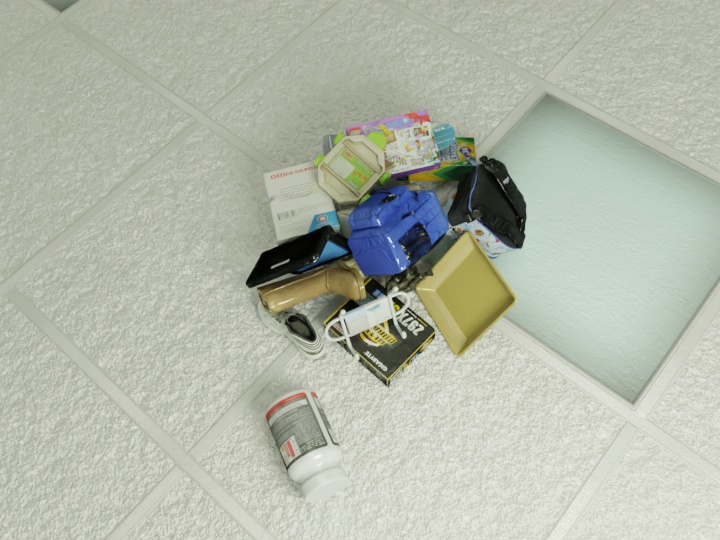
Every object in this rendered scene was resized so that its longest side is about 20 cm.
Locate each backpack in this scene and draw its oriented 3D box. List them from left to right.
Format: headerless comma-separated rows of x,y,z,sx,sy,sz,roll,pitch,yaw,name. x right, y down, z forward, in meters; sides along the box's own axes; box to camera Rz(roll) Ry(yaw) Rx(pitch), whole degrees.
0.088,-0.100,1.565,0.200,0.169,0.162,-36,24,-32,backpack
0.288,-0.121,1.663,0.190,0.154,0.201,36,55,-19,backpack

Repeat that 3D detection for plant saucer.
0.237,0.052,1.588,0.048,0.200,0.201,4,46,-46,plant saucer

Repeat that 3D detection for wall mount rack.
0.021,0.096,1.500,0.199,0.175,0.075,-24,45,-9,wall mount rack

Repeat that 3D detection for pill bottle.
-0.106,0.348,1.450,0.115,0.116,0.201,-23,60,-9,pill bottle

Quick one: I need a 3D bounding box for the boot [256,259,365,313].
-0.104,0.048,1.554,0.199,0.067,0.175,-19,20,-17,boot

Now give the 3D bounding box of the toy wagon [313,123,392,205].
-0.003,-0.244,1.645,0.155,0.040,0.200,41,84,10,toy wagon

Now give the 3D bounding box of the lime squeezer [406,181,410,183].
0.092,-0.185,1.795,0.070,0.038,0.201,25,65,18,lime squeezer

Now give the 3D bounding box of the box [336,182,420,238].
0.050,-0.126,1.689,0.199,0.096,0.077,-31,28,-31,box

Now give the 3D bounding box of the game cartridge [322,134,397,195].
0.004,-0.248,1.742,0.199,0.041,0.134,2,75,-38,game cartridge

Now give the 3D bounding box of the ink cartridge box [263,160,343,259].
-0.132,-0.129,1.716,0.146,0.145,0.201,-13,60,-2,ink cartridge box

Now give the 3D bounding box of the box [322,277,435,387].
0.042,0.133,1.606,0.200,0.049,0.160,39,68,24,box

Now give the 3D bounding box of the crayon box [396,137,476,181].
0.187,-0.279,1.817,0.198,0.052,0.126,0,43,5,crayon box

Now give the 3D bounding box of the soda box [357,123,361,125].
0.010,-0.274,1.839,0.069,0.064,0.201,6,60,8,soda box

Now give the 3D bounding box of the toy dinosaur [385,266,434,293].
0.097,0.023,1.614,0.077,0.102,0.200,44,37,-10,toy dinosaur

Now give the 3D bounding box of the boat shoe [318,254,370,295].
0.000,0.000,1.684,0.199,0.072,0.077,-24,77,-3,boat shoe

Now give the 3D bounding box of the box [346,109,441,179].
0.077,-0.286,1.693,0.198,0.039,0.138,-13,79,-3,box

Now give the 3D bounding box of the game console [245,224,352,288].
-0.123,-0.010,1.588,0.199,0.117,0.176,-21,28,29,game console

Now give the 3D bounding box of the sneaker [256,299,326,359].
-0.157,0.102,1.599,0.200,0.116,0.076,36,68,23,sneaker

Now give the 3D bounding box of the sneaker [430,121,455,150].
0.128,-0.310,1.773,0.198,0.077,0.081,-17,23,-9,sneaker
